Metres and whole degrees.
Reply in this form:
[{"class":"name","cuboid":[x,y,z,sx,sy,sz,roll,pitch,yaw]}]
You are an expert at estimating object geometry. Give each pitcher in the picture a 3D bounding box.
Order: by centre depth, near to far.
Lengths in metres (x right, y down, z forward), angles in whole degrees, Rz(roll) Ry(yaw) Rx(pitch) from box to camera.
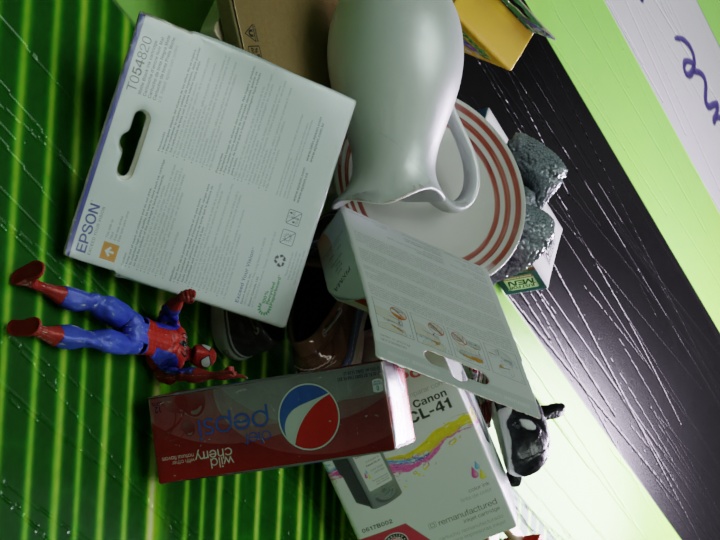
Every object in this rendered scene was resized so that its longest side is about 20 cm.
[{"class":"pitcher","cuboid":[0.047,-0.153,1.214,0.170,0.120,0.203,3,86,-48]}]

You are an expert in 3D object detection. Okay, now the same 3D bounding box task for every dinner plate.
[{"class":"dinner plate","cuboid":[0.063,-0.077,1.276,0.197,0.024,0.203,9,67,-21]}]

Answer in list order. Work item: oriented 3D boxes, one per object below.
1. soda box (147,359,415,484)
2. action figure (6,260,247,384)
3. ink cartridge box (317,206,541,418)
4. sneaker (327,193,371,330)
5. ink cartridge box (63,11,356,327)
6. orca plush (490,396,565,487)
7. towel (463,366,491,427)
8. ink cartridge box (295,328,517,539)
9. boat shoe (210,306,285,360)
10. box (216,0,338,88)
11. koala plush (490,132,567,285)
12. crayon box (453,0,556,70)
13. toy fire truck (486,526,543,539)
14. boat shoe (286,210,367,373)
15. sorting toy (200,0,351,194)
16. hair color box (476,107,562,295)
[{"class":"soda box","cuboid":[-0.061,0.117,1.063,0.063,0.197,0.071,3,77,-72]},{"class":"action figure","cuboid":[-0.161,0.043,1.039,0.199,0.098,0.066,26,59,-53]},{"class":"ink cartridge box","cuboid":[0.053,0.045,1.125,0.161,0.050,0.201,22,32,-24]},{"class":"sneaker","cuboid":[0.000,0.000,1.306,0.084,0.072,0.203,-18,93,-50]},{"class":"ink cartridge box","cuboid":[-0.121,-0.077,1.091,0.198,0.040,0.202,20,87,-27]},{"class":"orca plush","cuboid":[0.168,0.153,1.342,0.200,0.070,0.107,72,8,-85]},{"class":"towel","cuboid":[0.086,0.062,1.338,0.201,0.022,0.145,77,-12,-59]},{"class":"ink cartridge box","cuboid":[0.041,0.157,1.243,0.086,0.146,0.202,-89,156,-69]},{"class":"boat shoe","cuboid":[-0.092,-0.025,1.182,0.070,0.066,0.203,22,64,-51]},{"class":"box","cuboid":[-0.069,-0.234,1.192,0.163,0.021,0.203,-16,94,-56]},{"class":"koala plush","cuboid":[0.079,-0.084,1.401,0.200,0.183,0.178,42,33,-15]},{"class":"crayon box","cuboid":[0.092,-0.276,1.418,0.125,0.199,0.052,34,88,-46]},{"class":"toy fire truck","cuboid":[0.129,0.286,1.438,0.202,0.048,0.141,61,37,-23]},{"class":"boat shoe","cuboid":[-0.028,0.011,1.211,0.202,0.071,0.073,-90,159,-45]},{"class":"sorting toy","cuboid":[-0.072,-0.204,1.261,0.200,0.069,0.201,51,43,-35]},{"class":"hair color box","cuboid":[0.158,-0.076,1.573,0.201,0.060,0.101,53,42,-33]}]
